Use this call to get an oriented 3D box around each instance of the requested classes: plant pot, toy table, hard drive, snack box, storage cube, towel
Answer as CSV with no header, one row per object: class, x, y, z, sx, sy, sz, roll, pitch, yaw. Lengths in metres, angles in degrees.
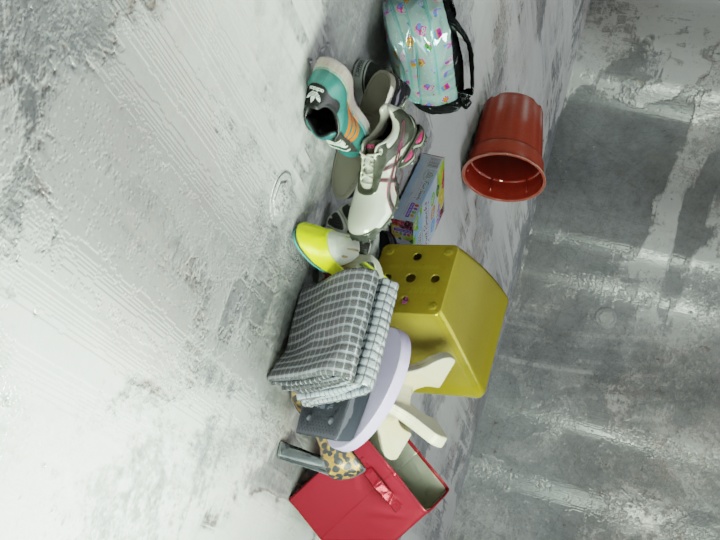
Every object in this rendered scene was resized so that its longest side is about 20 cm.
plant pot,0.350,-0.299,2.552,0.202,0.197,0.198,73,25,-59
toy table,0.047,0.190,1.597,0.201,0.116,0.185,-53,-148,25
hard drive,-0.025,0.151,1.585,0.042,0.134,0.203,23,76,-29
snack box,0.114,-0.109,2.099,0.144,0.052,0.201,85,24,-44
plant pot,0.107,0.065,1.737,0.177,0.197,0.202,62,39,-45
storage cube,0.018,0.377,1.812,0.180,0.171,0.200,-44,170,13
towel,-0.042,0.093,1.522,0.085,0.199,0.168,24,66,-28

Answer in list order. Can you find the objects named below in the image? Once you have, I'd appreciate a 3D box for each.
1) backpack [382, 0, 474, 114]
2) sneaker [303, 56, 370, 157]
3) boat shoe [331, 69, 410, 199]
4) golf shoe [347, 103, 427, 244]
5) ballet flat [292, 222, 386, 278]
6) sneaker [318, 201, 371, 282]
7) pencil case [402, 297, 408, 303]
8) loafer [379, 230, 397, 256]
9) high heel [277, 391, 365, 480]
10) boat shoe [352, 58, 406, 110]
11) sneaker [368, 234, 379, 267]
backpack,0.104,-0.357,1.714,0.201,0.125,0.169,71,-2,-62
sneaker,-0.040,-0.205,1.491,0.081,0.070,0.201,-62,157,-20
boat shoe,0.020,-0.196,1.611,0.062,0.072,0.203,11,107,-44
golf shoe,0.020,-0.140,1.535,0.088,0.076,0.203,38,70,-49
ballet flat,-0.018,-0.016,1.572,0.200,0.066,0.068,44,38,-42
sneaker,-0.031,-0.015,1.680,0.084,0.079,0.203,-70,177,-71
pencil case,0.104,0.060,2.030,0.201,0.092,0.092,65,41,-63
loafer,0.014,0.026,1.841,0.063,0.071,0.203,24,81,-69
high heel,-0.040,0.214,1.656,0.071,0.140,0.204,10,92,-74
boat shoe,0.039,-0.268,1.705,0.200,0.063,0.072,46,58,-71
sneaker,0.000,0.000,1.768,0.080,0.069,0.204,32,70,-76
